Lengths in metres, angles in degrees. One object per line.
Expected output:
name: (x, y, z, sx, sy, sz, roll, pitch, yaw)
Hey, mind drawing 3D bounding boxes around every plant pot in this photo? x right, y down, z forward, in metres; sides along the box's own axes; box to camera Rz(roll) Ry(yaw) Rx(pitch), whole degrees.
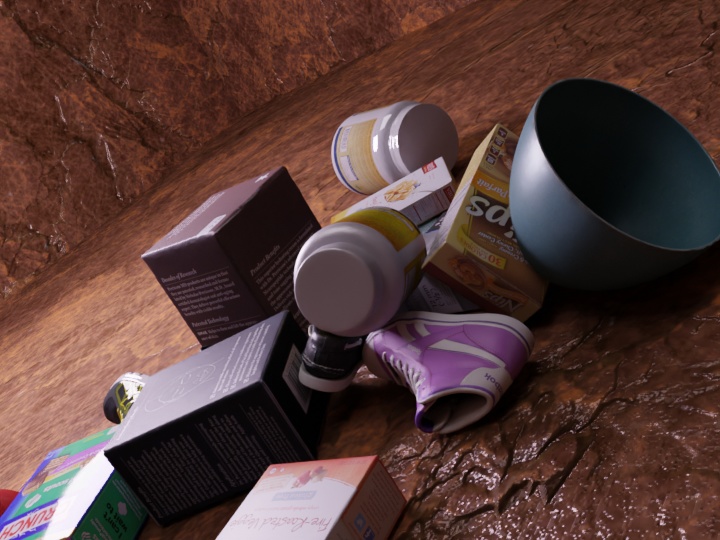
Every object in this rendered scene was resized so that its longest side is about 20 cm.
plant pot: (0.219, -0.059, 0.805, 0.200, 0.199, 0.135, -49, -7, -42)

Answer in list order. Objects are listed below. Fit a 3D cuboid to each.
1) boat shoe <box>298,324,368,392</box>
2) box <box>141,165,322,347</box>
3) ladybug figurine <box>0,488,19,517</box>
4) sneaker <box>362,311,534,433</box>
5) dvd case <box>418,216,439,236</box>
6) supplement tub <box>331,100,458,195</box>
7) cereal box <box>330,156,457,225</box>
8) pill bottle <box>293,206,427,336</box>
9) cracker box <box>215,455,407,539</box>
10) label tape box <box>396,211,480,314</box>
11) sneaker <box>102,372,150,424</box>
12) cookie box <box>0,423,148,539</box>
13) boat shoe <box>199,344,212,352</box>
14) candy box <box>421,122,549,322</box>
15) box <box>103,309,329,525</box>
boat shoe: (-0.014, 0.066, 0.940, 0.075, 0.061, 0.200, 14, 19, 3)
box: (-0.143, 0.003, 1.147, 0.163, 0.201, 0.166, -14, 25, 42)
ladybug figurine: (-0.487, 0.337, 1.053, 0.199, 0.072, 0.135, -39, 20, -20)
sneaker: (0.056, 0.098, 0.806, 0.199, 0.073, 0.115, -13, 32, 48)
dvd case: (0.043, -0.034, 1.225, 0.145, 0.022, 0.200, -35, 18, -9)
supplement tub: (0.056, -0.201, 1.427, 0.144, 0.145, 0.199, -40, 21, -24)
cereal box: (0.048, -0.089, 1.259, 0.199, 0.040, 0.144, -29, 19, 9)
pill bottle: (0.000, 0.000, 0.860, 0.108, 0.110, 0.200, -26, 3, 17)
cracker box: (-0.066, 0.237, 0.669, 0.133, 0.058, 0.200, -16, 25, 40)
label tape box: (0.103, -0.013, 1.012, 0.199, 0.067, 0.143, -10, 29, 44)
sneaker: (-0.287, 0.183, 1.118, 0.199, 0.075, 0.085, -14, 26, 43)
cookie box: (-0.315, 0.268, 0.951, 0.170, 0.076, 0.201, -23, 22, 22)
boat shoe: (-0.139, 0.107, 1.058, 0.074, 0.067, 0.198, -6, -6, -37)
candy box: (0.151, -0.050, 0.893, 0.055, 0.115, 0.201, -52, 8, 49)
box: (-0.145, 0.155, 0.917, 0.198, 0.108, 0.149, -25, 20, 17)
